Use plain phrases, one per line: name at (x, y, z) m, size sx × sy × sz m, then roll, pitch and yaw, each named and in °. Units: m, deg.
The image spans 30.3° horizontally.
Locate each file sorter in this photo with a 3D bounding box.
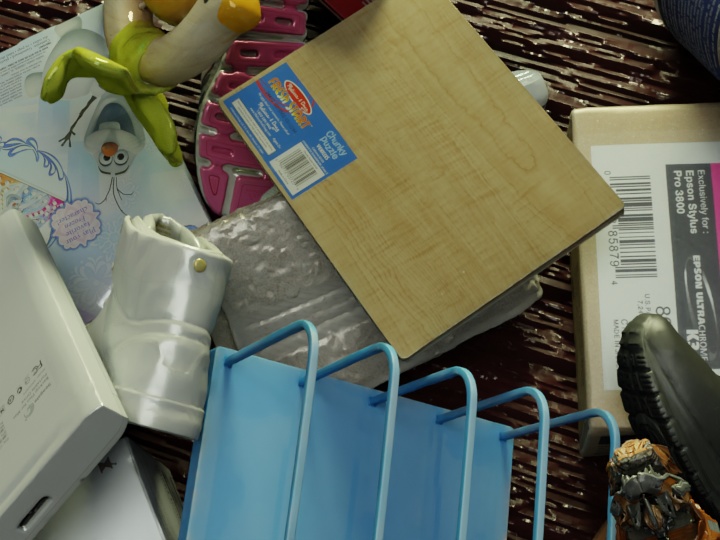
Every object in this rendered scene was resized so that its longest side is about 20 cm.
file sorter at (0.022, 0.119, 0.692) m, size 0.198 × 0.122 × 0.140 m, roll 17°, pitch 66°, yaw -25°

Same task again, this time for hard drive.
hard drive at (-0.200, 0.066, 0.716) m, size 0.132 × 0.026 × 0.200 m, roll -48°, pitch 39°, yaw 7°

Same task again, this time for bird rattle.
bird rattle at (-0.115, -0.170, 0.803) m, size 0.162 × 0.112 × 0.202 m, roll -23°, pitch 51°, yaw 34°

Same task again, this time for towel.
towel at (0.000, 0.000, 0.794) m, size 0.198 × 0.034 × 0.134 m, roll -26°, pitch 108°, yaw -4°

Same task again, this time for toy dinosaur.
toy dinosaur at (0.175, 0.183, 0.659) m, size 0.102 × 0.136 × 0.200 m, roll -40°, pitch 103°, yaw 18°

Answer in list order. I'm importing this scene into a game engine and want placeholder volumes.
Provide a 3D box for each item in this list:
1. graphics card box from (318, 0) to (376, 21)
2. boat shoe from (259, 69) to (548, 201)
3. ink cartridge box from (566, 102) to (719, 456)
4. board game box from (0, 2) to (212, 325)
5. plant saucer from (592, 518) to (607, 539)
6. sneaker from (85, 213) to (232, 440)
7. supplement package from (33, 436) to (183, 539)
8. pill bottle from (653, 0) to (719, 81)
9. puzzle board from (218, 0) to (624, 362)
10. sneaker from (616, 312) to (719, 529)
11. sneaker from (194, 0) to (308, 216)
graphics card box at (-0.003, -0.251, 0.862) m, size 0.050 × 0.125 × 0.202 m, roll -18°, pitch 69°, yaw 21°
boat shoe at (0.033, -0.062, 0.839) m, size 0.198 × 0.072 × 0.063 m, roll -27°, pitch 109°, yaw -6°
ink cartridge box at (0.207, 0.005, 0.790) m, size 0.163 × 0.075 × 0.202 m, roll -2°, pitch 71°, yaw 5°
board game box at (-0.211, -0.043, 0.856) m, size 0.198 × 0.043 × 0.200 m, roll -26°, pitch 71°, yaw -4°
plant saucer at (0.217, 0.204, 0.744) m, size 0.197 × 0.038 × 0.203 m, roll -2°, pitch 72°, yaw 5°
sneaker at (-0.122, 0.028, 0.752) m, size 0.073 × 0.199 × 0.117 m, roll 16°, pitch 82°, yaw -26°
supplement package at (-0.149, 0.222, 0.729) m, size 0.154 × 0.111 × 0.202 m, roll -25°, pitch 71°, yaw -4°
pill bottle at (0.238, -0.165, 0.783) m, size 0.110 × 0.112 × 0.201 m, roll -18°, pitch 33°, yaw -1°
puzzle board at (0.031, -0.064, 0.756) m, size 0.150 × 0.017 × 0.201 m, roll -33°, pitch 65°, yaw -8°
sneaker at (0.209, 0.098, 0.700) m, size 0.090 × 0.076 × 0.201 m, roll -36°, pitch 99°, yaw -3°
sneaker at (-0.074, -0.135, 0.864) m, size 0.073 × 0.087 × 0.203 m, roll 3°, pitch 94°, yaw -19°
